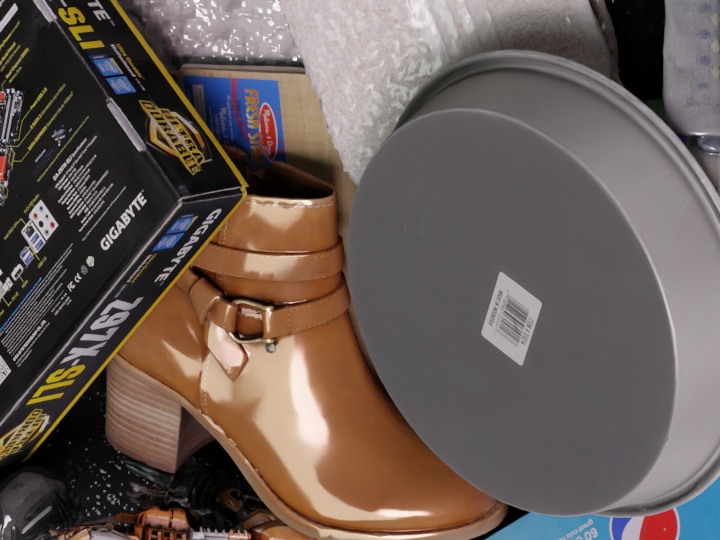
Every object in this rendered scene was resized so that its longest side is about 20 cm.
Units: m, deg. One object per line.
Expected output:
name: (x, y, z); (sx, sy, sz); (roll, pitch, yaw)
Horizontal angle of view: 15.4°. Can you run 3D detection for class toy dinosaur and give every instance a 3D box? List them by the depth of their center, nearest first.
toy dinosaur: (-0.058, 0.144, 1.213); (0.200, 0.102, 0.136); (32, 168, -24)

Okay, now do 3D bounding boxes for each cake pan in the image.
cake pan: (0.069, 0.012, 1.063); (0.200, 0.037, 0.201); (23, 125, 37)

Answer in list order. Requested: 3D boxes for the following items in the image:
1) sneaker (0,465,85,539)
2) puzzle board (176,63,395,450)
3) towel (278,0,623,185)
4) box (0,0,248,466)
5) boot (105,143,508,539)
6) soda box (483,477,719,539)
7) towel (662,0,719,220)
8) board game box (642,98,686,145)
sneaker: (-0.192, 0.130, 1.269); (0.079, 0.074, 0.200); (49, 151, 0)
puzzle board: (0.000, 0.000, 1.200); (0.150, 0.017, 0.200); (4, 118, 18)
towel: (0.021, -0.136, 1.096); (0.132, 0.034, 0.200); (-18, 105, 24)
box: (-0.157, -0.030, 1.178); (0.200, 0.049, 0.160); (-49, 67, 33)
boot: (-0.020, 0.032, 1.175); (0.200, 0.074, 0.155); (15, 118, 8)
soda box: (0.111, 0.133, 1.181); (0.200, 0.064, 0.068); (-34, 67, 24)
towel: (0.209, -0.114, 0.998); (0.200, 0.035, 0.193); (-5, 82, 20)
board game box: (0.195, -0.015, 1.119); (0.200, 0.029, 0.135); (-7, 116, 22)
